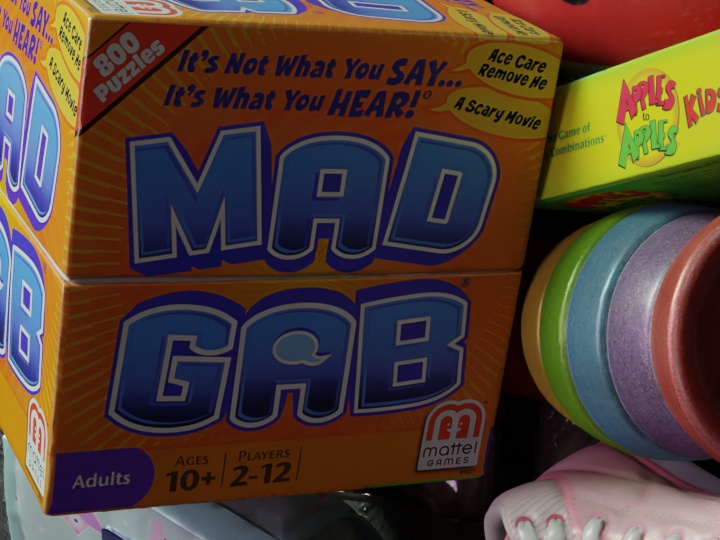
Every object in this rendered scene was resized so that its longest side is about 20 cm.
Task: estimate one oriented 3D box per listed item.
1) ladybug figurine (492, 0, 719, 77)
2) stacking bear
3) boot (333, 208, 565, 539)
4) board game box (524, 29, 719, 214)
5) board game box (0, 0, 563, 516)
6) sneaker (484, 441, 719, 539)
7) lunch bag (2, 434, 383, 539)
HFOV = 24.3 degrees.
[{"bbox_3d":[0.121,-0.147,0.686,0.200,0.072,0.136,-12,74,43],"label":"ladybug figurine"},{"bbox_3d":[0.119,0.025,0.712,0.200,0.113,0.122,-179,92,-65],"label":"stacking bear"},{"bbox_3d":[0.032,0.033,0.906,0.186,0.064,0.200,19,106,49],"label":"boot"},{"bbox_3d":[0.158,-0.059,0.648,0.200,0.101,0.048,-14,75,60],"label":"board game box"},{"bbox_3d":[-0.061,-0.034,0.740,0.200,0.200,0.200,41,128,57],"label":"board game box"},{"bbox_3d":[0.122,0.127,0.680,0.200,0.104,0.076,22,127,61],"label":"sneaker"},{"bbox_3d":[-0.081,0.141,0.861,0.170,0.200,0.122,28,78,24],"label":"lunch bag"}]
